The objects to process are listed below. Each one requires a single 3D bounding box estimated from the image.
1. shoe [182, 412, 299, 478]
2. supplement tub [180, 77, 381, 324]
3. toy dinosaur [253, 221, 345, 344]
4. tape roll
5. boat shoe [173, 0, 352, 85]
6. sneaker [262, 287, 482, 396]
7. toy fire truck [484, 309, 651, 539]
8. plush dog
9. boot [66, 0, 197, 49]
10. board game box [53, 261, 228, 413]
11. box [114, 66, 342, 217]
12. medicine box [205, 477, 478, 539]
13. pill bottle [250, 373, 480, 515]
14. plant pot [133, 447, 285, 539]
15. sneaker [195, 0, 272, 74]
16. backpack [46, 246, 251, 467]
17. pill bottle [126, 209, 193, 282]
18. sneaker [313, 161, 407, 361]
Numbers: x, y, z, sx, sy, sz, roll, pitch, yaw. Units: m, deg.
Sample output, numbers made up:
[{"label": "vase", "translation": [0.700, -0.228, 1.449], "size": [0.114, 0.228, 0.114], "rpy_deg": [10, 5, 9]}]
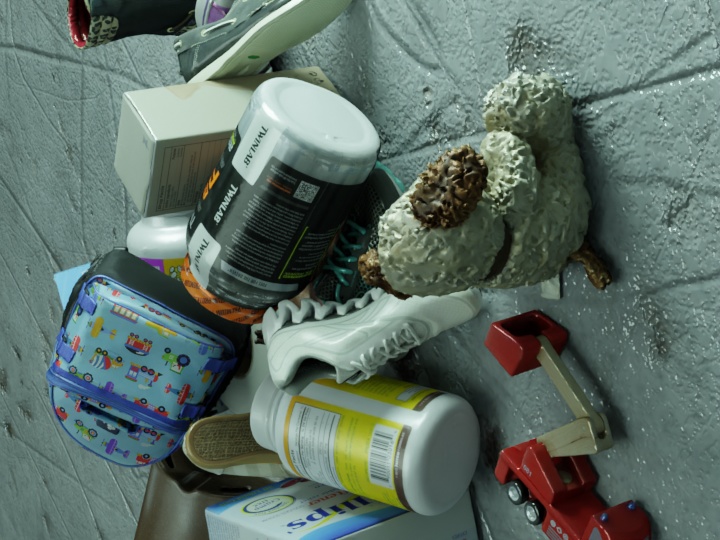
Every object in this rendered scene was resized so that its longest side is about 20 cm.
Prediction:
[{"label": "shoe", "translation": [-0.075, 0.165, 1.536], "size": [0.053, 0.200, 0.070], "rpy_deg": [124, 144, -64]}, {"label": "supplement tub", "translation": [-0.076, -0.058, 1.391], "size": [0.123, 0.122, 0.200], "rpy_deg": [51, 124, 34]}, {"label": "toy dinosaur", "translation": [-0.046, 0.021, 1.530], "size": [0.135, 0.086, 0.200], "rpy_deg": [11, 119, 49]}, {"label": "tape roll", "translation": [-0.128, 0.061, 1.719], "size": [0.203, 0.037, 0.203], "rpy_deg": [32, 130, 49]}, {"label": "boat shoe", "translation": [-0.090, -0.230, 1.441], "size": [0.200, 0.072, 0.068], "rpy_deg": [-28, 72, 30]}, {"label": "sneaker", "translation": [0.012, 0.057, 1.368], "size": [0.075, 0.200, 0.081], "rpy_deg": [58, -159, -45]}, {"label": "toy fire truck", "translation": [0.166, 0.143, 1.270], "size": [0.200, 0.049, 0.141], "rpy_deg": [48, 140, 36]}, {"label": "plush dog", "translation": [0.087, -0.031, 1.199], "size": [0.161, 0.172, 0.200], "rpy_deg": [59, 145, 23]}, {"label": "boot", "translation": [-0.199, -0.296, 1.560], "size": [0.074, 0.154, 0.204], "rpy_deg": [60, 146, 23]}, {"label": "board game box", "translation": [-0.239, 0.083, 1.756], "size": [0.056, 0.200, 0.196], "rpy_deg": [-16, 89, 23]}, {"label": "box", "translation": [-0.117, -0.120, 1.458], "size": [0.078, 0.200, 0.095], "rpy_deg": [55, 143, 37]}, {"label": "medicine box", "translation": [-0.017, 0.258, 1.485], "size": [0.200, 0.182, 0.103], "rpy_deg": [4, 107, 57]}, {"label": "pill bottle", "translation": [0.000, 0.146, 1.429], "size": [0.200, 0.109, 0.109], "rpy_deg": [12, 115, 35]}, {"label": "plant pot", "translation": [-0.162, 0.290, 1.743], "size": [0.200, 0.200, 0.198], "rpy_deg": [37, 124, 45]}, {"label": "sneaker", "translation": [-0.103, -0.200, 1.540], "size": [0.114, 0.073, 0.201], "rpy_deg": [49, 151, 30]}, {"label": "backpack", "translation": [-0.226, 0.105, 1.565], "size": [0.200, 0.182, 0.135], "rpy_deg": [-59, 5, 19]}, {"label": "pill bottle", "translation": [-0.188, 0.007, 1.654], "size": [0.104, 0.104, 0.200], "rpy_deg": [20, 120, 54]}, {"label": "sneaker", "translation": [0.000, 0.000, 1.432], "size": [0.078, 0.091, 0.200], "rpy_deg": [26, 124, 50]}]
